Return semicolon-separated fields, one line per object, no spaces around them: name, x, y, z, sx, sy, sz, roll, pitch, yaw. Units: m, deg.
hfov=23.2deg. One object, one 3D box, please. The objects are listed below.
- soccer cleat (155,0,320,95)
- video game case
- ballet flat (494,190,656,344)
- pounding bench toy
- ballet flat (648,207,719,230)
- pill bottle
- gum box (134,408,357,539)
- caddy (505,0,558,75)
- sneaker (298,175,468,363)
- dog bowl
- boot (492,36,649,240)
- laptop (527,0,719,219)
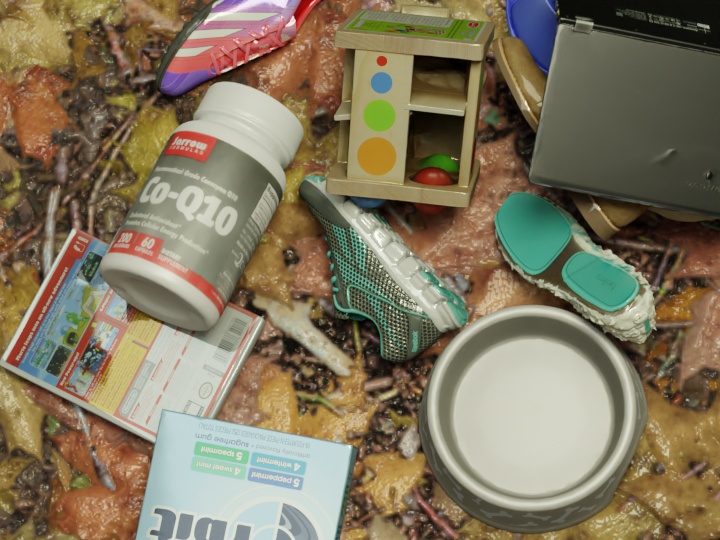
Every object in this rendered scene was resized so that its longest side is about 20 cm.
soccer cleat;-0.102;-0.223;1.609;0.200;0.068;0.073;-44;79;-8
video game case;-0.204;0.065;1.568;0.200;0.017;0.143;25;80;12
ballet flat;0.184;0.004;1.501;0.072;0.072;0.200;-39;42;-4
pounding bench toy;0.049;-0.144;1.545;0.124;0.200;0.156;6;108;7
ballet flat;0.244;-0.087;1.522;0.200;0.074;0.074;19;78;13
pill bottle;-0.135;-0.058;1.535;0.114;0.114;0.200;21;70;12
gum box;-0.105;0.232;1.489;0.170;0.045;0.200;10;82;7
caddy;0.227;-0.218;1.546;0.200;0.105;0.141;34;66;2
sneaker;0.000;0.000;1.535;0.091;0.078;0.200;-46;67;9
dog bowl;0.146;0.121;1.491;0.200;0.059;0.200;-2;75;7
boot;0.184;-0.127;1.489;0.075;0.074;0.200;-36;75;16
laptop;0.238;-0.160;1.462;0.187;0.116;0.200;10;39;-8
